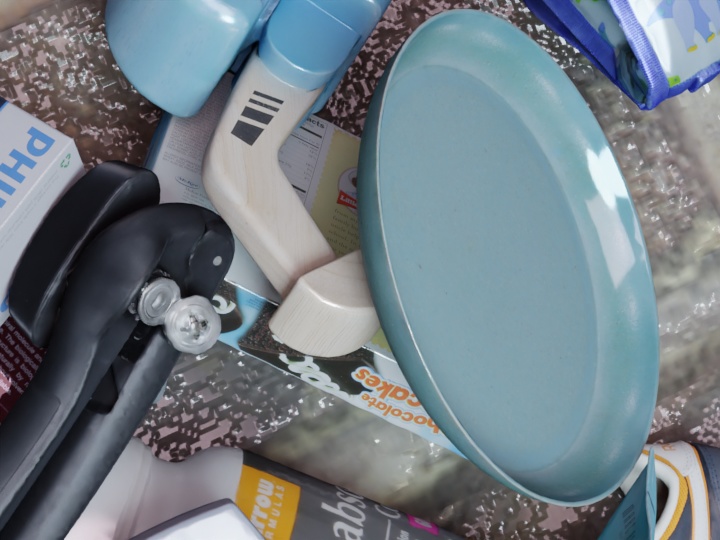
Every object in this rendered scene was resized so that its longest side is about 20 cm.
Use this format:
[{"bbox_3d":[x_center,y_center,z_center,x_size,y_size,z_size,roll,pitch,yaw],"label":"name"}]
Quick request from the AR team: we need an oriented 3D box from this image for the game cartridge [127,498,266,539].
[{"bbox_3d":[-0.093,0.186,1.124,0.200,0.040,0.133,-41,100,-9],"label":"game cartridge"}]

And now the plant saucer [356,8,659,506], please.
[{"bbox_3d":[0.056,-0.003,1.177,0.200,0.027,0.201,30,52,-46],"label":"plant saucer"}]

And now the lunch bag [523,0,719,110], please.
[{"bbox_3d":[0.136,-0.189,1.282,0.170,0.127,0.200,-32,80,-14],"label":"lunch bag"}]

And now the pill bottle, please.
[{"bbox_3d":[-0.034,0.140,1.211,0.199,0.116,0.117,22,79,-8],"label":"pill bottle"}]

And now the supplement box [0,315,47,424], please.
[{"bbox_3d":[-0.180,0.052,1.219,0.200,0.061,0.109,-43,92,-13],"label":"supplement box"}]

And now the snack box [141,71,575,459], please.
[{"bbox_3d":[0.000,0.000,1.242,0.199,0.037,0.116,26,43,-9],"label":"snack box"}]

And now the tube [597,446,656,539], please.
[{"bbox_3d":[0.084,0.172,1.209,0.050,0.078,0.201,17,116,-7],"label":"tube"}]

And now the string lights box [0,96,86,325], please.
[{"bbox_3d":[-0.215,-0.048,1.184,0.200,0.059,0.103,30,71,19],"label":"string lights box"}]

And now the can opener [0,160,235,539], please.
[{"bbox_3d":[-0.112,0.058,1.138,0.063,0.079,0.201,28,87,-37],"label":"can opener"}]

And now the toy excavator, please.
[{"bbox_3d":[-0.043,-0.081,1.203,0.194,0.100,0.200,33,50,-3],"label":"toy excavator"}]

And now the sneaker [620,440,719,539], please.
[{"bbox_3d":[0.124,0.169,1.260,0.079,0.078,0.201,15,69,-14],"label":"sneaker"}]
